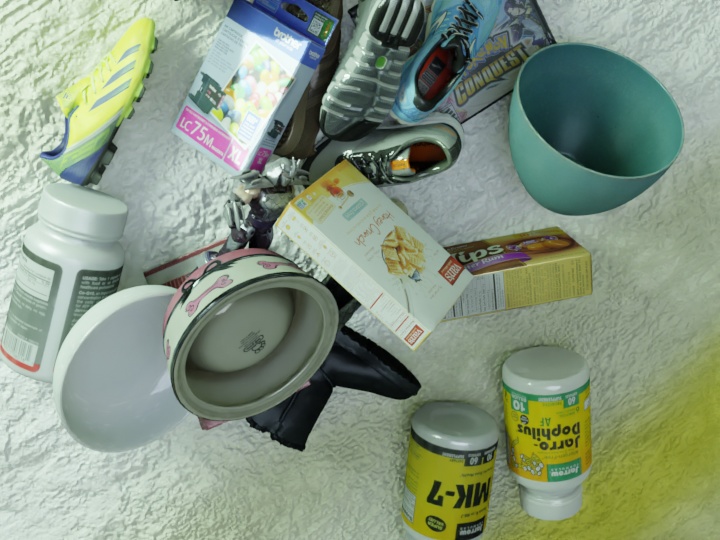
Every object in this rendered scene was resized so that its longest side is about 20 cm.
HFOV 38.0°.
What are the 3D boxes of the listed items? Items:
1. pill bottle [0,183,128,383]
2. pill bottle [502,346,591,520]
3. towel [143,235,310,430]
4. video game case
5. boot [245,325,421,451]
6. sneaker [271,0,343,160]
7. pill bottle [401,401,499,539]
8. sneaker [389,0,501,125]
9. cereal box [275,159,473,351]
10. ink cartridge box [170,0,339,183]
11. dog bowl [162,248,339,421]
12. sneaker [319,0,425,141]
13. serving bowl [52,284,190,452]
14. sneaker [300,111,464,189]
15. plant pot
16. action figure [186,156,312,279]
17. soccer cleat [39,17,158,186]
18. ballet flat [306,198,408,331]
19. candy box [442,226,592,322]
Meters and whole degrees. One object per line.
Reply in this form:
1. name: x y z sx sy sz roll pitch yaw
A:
1. pill bottle: -0.328 0.014 1.173 0.112 0.114 0.203 14 105 -15
2. pill bottle: 0.241 0.212 1.347 0.111 0.113 0.204 -8 110 -8
3. towel: -0.158 0.070 1.238 0.142 0.023 0.203 -22 89 1
4. video game case: 0.112 -0.272 1.209 0.198 0.026 0.182 -32 111 1
5. boot: -0.044 0.150 1.294 0.197 0.073 0.164 33 98 -11
6. sneaker: -0.057 -0.224 1.179 0.075 0.070 0.203 11 99 -58
7. pill bottle: 0.112 0.283 1.347 0.112 0.114 0.204 1 108 -11
8. sneaker: 0.106 -0.247 1.147 0.078 0.090 0.202 31 86 -19
9. cereal box: 0.020 -0.021 1.127 0.199 0.144 0.040 41 124 2
10. ink cartridge box: -0.118 -0.211 1.144 0.119 0.042 0.202 35 100 25
11. dog bowl: -0.125 0.064 1.130 0.198 0.074 0.202 -22 137 -22
12. sneaker: 0.011 -0.244 1.142 0.074 0.117 0.201 15 132 -21
13. serving bowl: -0.254 0.099 1.158 0.198 0.066 0.203 -25 134 -29
14. sneaker: 0.022 -0.129 1.200 0.197 0.080 0.075 -14 116 12
15. plant pot: 0.254 -0.142 1.209 0.196 0.203 0.136 4 144 -12
16. action figure: -0.114 -0.044 1.155 0.129 0.070 0.201 1 130 -43
17. soccer cleat: -0.285 -0.189 1.141 0.083 0.065 0.202 26 102 -15
18. ballet flat: 0.000 0.000 1.238 0.066 0.057 0.201 35 76 -6
19. candy box: 0.166 0.003 1.263 0.196 0.117 0.057 -9 110 -7
